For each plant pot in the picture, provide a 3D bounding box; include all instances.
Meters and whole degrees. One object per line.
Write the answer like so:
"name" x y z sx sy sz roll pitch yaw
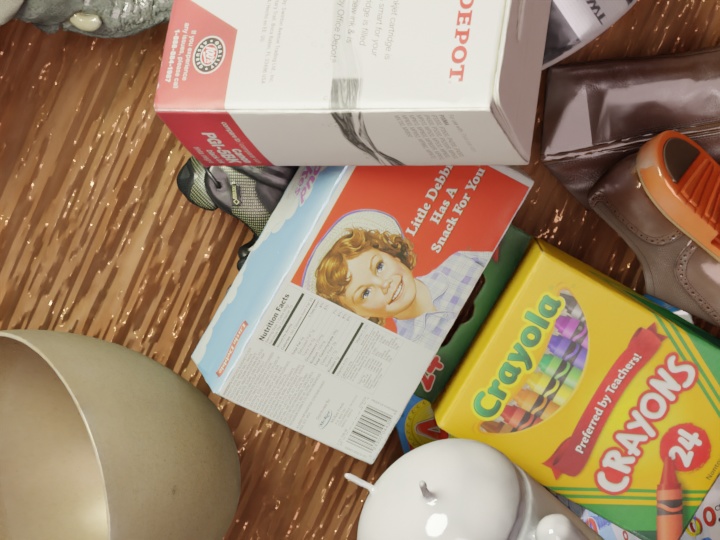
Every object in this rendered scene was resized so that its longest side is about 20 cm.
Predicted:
"plant pot" -0.152 0.127 1.621 0.134 0.200 0.200 -10 106 -38

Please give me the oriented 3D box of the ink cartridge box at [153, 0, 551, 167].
"ink cartridge box" 0.001 -0.137 1.502 0.200 0.083 0.147 1 68 20

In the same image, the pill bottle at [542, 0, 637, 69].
"pill bottle" 0.073 -0.221 1.586 0.106 0.106 0.200 -35 103 4

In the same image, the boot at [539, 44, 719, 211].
"boot" 0.216 -0.057 1.658 0.200 0.064 0.187 -15 103 2

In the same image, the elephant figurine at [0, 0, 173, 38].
"elephant figurine" -0.213 -0.176 1.553 0.200 0.155 0.142 -33 67 12

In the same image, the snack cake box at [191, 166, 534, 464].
"snack cake box" 0.000 0.000 1.593 0.115 0.067 0.200 27 99 -23

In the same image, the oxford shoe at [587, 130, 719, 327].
"oxford shoe" 0.220 0.002 1.632 0.073 0.071 0.200 -30 109 38

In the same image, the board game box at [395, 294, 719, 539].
"board game box" 0.135 0.135 1.694 0.196 0.056 0.200 -18 103 0

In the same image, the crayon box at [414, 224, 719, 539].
"crayon box" 0.132 0.068 1.624 0.200 0.051 0.127 28 99 -9

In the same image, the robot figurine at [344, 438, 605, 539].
"robot figurine" 0.076 0.175 1.597 0.200 0.170 0.113 41 53 -32

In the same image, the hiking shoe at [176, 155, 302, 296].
"hiking shoe" -0.066 -0.080 1.622 0.101 0.076 0.200 -16 104 -4
